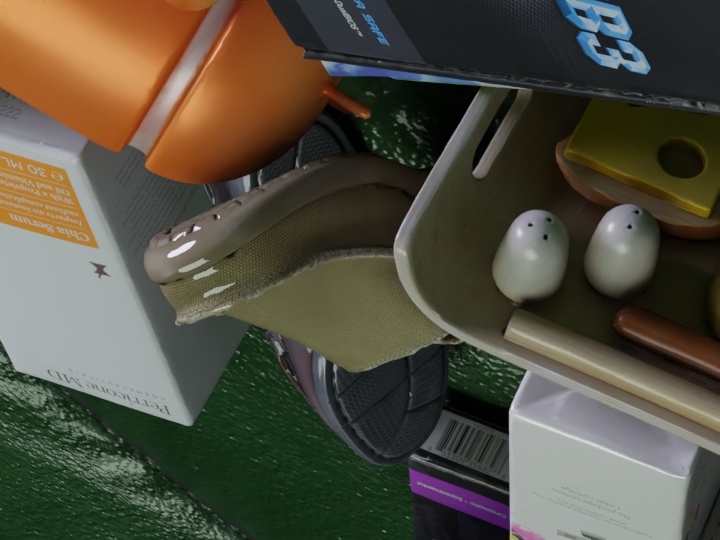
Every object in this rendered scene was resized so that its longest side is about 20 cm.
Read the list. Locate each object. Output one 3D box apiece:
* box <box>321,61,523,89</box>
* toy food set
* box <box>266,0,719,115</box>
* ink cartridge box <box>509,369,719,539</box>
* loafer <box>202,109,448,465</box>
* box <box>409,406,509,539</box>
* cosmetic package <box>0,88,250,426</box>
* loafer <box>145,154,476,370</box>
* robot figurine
[{"bbox_3d":[0.057,-0.107,0.749,0.200,0.048,0.122,7,144,36],"label":"box"},{"bbox_3d":[0.129,-0.017,0.803,0.200,0.144,0.060,24,148,9],"label":"toy food set"},{"bbox_3d":[0.038,-0.119,0.635,0.198,0.050,0.200,12,153,30],"label":"box"},{"bbox_3d":[0.105,0.065,0.910,0.067,0.117,0.200,20,151,15],"label":"ink cartridge box"},{"bbox_3d":[-0.018,-0.002,1.055,0.063,0.072,0.200,30,153,43],"label":"loafer"},{"bbox_3d":[0.096,0.149,1.199,0.143,0.036,0.200,20,149,16],"label":"box"},{"bbox_3d":[-0.123,-0.024,1.091,0.101,0.071,0.200,15,149,23],"label":"cosmetic package"},{"bbox_3d":[0.000,0.000,0.901,0.076,0.200,0.068,-24,82,33],"label":"loafer"},{"bbox_3d":[-0.085,-0.106,0.880,0.200,0.117,0.144,30,137,-6],"label":"robot figurine"}]
